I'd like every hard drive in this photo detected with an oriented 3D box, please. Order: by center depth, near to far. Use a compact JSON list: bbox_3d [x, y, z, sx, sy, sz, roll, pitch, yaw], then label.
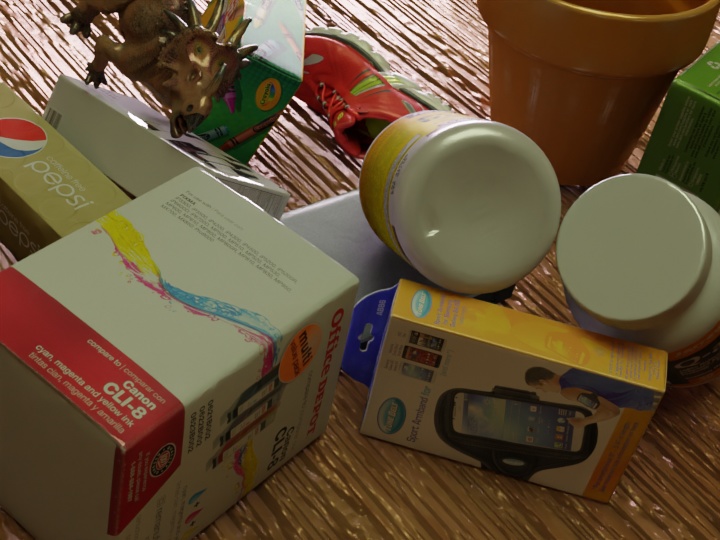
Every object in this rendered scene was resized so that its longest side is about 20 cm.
[{"bbox_3d":[0.000,0.000,0.956,0.199,0.033,0.140,-20,51,-33],"label":"hard drive"}]

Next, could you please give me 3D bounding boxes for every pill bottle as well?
[{"bbox_3d":[0.202,0.009,0.865,0.116,0.117,0.200,39,4,27],"label":"pill bottle"},{"bbox_3d":[0.059,-0.053,0.876,0.108,0.110,0.200,5,9,-10],"label":"pill bottle"}]

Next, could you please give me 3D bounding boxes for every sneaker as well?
[{"bbox_3d":[-0.004,-0.140,1.080,0.199,0.077,0.085,32,43,20],"label":"sneaker"}]

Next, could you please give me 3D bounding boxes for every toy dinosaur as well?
[{"bbox_3d":[-0.142,-0.186,0.916,0.085,0.135,0.201,-18,85,-40],"label":"toy dinosaur"}]

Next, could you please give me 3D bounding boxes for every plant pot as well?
[{"bbox_3d":[0.189,-0.182,1.093,0.198,0.184,0.201,5,38,-4],"label":"plant pot"}]

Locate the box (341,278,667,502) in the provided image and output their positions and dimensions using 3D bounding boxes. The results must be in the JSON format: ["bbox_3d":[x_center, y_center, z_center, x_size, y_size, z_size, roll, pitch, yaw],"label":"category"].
[{"bbox_3d":[0.084,0.077,0.825,0.198,0.120,0.042,14,44,1],"label":"box"}]

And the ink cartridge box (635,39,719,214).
[{"bbox_3d":[0.315,-0.122,1.093,0.075,0.149,0.200,31,43,19],"label":"ink cartridge box"}]

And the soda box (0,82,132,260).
[{"bbox_3d":[-0.234,-0.054,0.929,0.068,0.064,0.200,-26,54,-37],"label":"soda box"}]

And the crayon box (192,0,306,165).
[{"bbox_3d":[-0.097,-0.180,1.060,0.058,0.119,0.201,24,37,-21],"label":"crayon box"}]

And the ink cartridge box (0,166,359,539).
[{"bbox_3d":[-0.122,0.061,0.767,0.144,0.146,0.200,34,45,22],"label":"ink cartridge box"}]

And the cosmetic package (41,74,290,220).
[{"bbox_3d":[-0.148,-0.083,0.943,0.200,0.051,0.082,32,10,37],"label":"cosmetic package"}]
